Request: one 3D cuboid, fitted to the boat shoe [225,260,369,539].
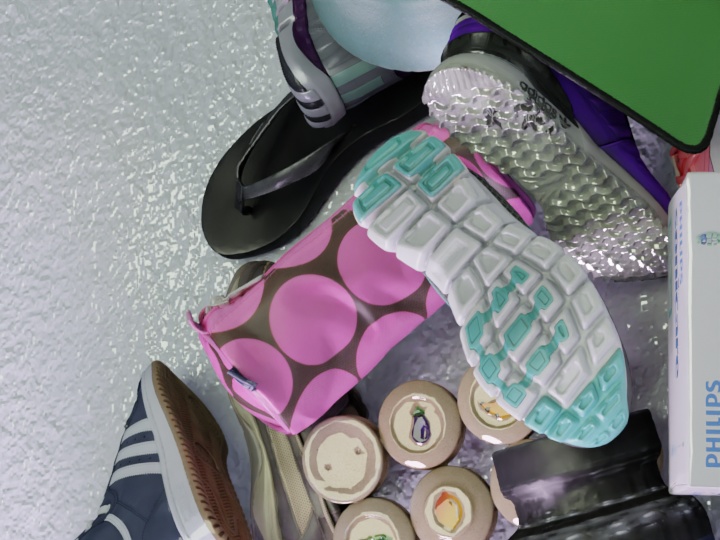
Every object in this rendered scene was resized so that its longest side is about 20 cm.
[{"bbox_3d":[-0.030,0.090,1.115,0.073,0.074,0.202,-14,83,21],"label":"boat shoe"}]

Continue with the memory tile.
[{"bbox_3d":[0.073,0.126,1.028,0.199,0.017,0.154,-22,81,19],"label":"memory tile"}]

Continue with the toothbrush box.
[{"bbox_3d":[0.245,0.033,0.870,0.198,0.085,0.148,0,81,3],"label":"toothbrush box"}]

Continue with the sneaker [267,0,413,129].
[{"bbox_3d":[-0.013,-0.174,1.143,0.087,0.075,0.201,-21,53,8],"label":"sneaker"}]

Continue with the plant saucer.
[{"bbox_3d":[0.046,-0.210,1.048,0.199,0.036,0.202,-13,64,27],"label":"plant saucer"}]

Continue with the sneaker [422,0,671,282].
[{"bbox_3d":[0.118,-0.078,0.982,0.069,0.200,0.100,-13,46,39],"label":"sneaker"}]

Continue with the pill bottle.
[{"bbox_3d":[0.133,0.177,0.936,0.111,0.112,0.202,-20,82,30],"label":"pill bottle"}]

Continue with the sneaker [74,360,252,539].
[{"bbox_3d":[-0.133,0.139,1.120,0.108,0.070,0.200,-40,30,8],"label":"sneaker"}]

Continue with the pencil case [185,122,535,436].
[{"bbox_3d":[0.000,0.000,1.049,0.200,0.091,0.094,-41,98,-10],"label":"pencil case"}]

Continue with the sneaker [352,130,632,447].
[{"bbox_3d":[0.081,0.011,0.945,0.078,0.091,0.200,-43,57,13],"label":"sneaker"}]

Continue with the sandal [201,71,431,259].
[{"bbox_3d":[-0.032,-0.085,1.156,0.200,0.043,0.076,-41,62,22],"label":"sandal"}]

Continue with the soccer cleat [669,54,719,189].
[{"bbox_3d":[0.196,-0.028,0.972,0.076,0.067,0.201,-26,71,4],"label":"soccer cleat"}]

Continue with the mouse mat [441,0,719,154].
[{"bbox_3d":[0.111,-0.161,0.958,0.008,0.199,0.162,-50,12,51],"label":"mouse mat"}]
